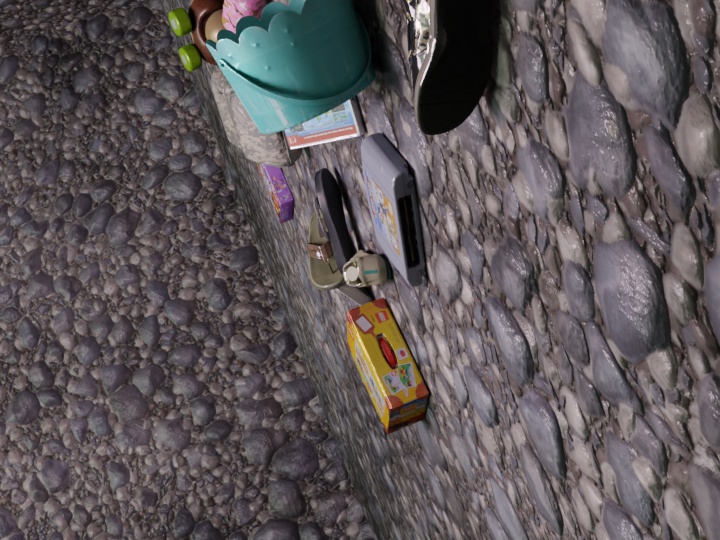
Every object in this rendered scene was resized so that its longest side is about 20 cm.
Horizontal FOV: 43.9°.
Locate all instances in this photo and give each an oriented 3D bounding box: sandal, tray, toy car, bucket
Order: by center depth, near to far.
[{"bbox_3d":[-0.083,-0.279,1.164,0.136,0.206,0.207,63,172,-22],"label":"bucket"},{"bbox_3d":[-0.056,-0.086,1.649,0.076,0.042,0.202,-38,-64,-65],"label":"sandal"},{"bbox_3d":[-0.074,-0.045,1.729,0.057,0.079,0.203,55,-162,-52],"label":"sandal"},{"bbox_3d":[-0.032,0.017,1.786,0.107,0.022,0.200,36,-173,-29],"label":"tray"},{"bbox_3d":[-0.277,-0.484,1.863,0.200,0.163,0.159,40,151,43],"label":"toy car"}]

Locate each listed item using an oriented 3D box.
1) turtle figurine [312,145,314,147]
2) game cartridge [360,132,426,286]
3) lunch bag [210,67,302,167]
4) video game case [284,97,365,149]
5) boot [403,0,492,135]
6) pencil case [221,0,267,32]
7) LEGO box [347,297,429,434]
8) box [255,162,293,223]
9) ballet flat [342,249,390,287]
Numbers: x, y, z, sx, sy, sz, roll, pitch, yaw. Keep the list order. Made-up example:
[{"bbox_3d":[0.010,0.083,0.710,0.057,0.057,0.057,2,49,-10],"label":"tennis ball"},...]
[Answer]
[{"bbox_3d":[-0.104,-0.294,1.500,0.149,0.101,0.200,16,-150,-52],"label":"turtle figurine"},{"bbox_3d":[0.046,-0.089,1.289,0.133,0.041,0.202,51,159,47],"label":"game cartridge"},{"bbox_3d":[-0.195,-0.321,1.799,0.167,0.139,0.201,37,151,38],"label":"lunch bag"},{"bbox_3d":[-0.080,-0.291,1.355,0.142,0.017,0.202,-5,110,36],"label":"video game case"},{"bbox_3d":[0.062,-0.248,0.840,0.205,0.073,0.154,92,158,-47],"label":"boot"},{"bbox_3d":[-0.224,-0.513,1.709,0.200,0.082,0.088,139,116,-79],"label":"pencil case"},{"bbox_3d":[0.046,0.177,1.640,0.149,0.076,0.201,92,155,-63],"label":"LEGO box"},{"bbox_3d":[-0.227,-0.238,2.314,0.137,0.039,0.202,106,142,-71],"label":"box"},{"bbox_3d":[0.000,0.000,1.584,0.200,0.069,0.070,165,84,-79],"label":"ballet flat"}]
